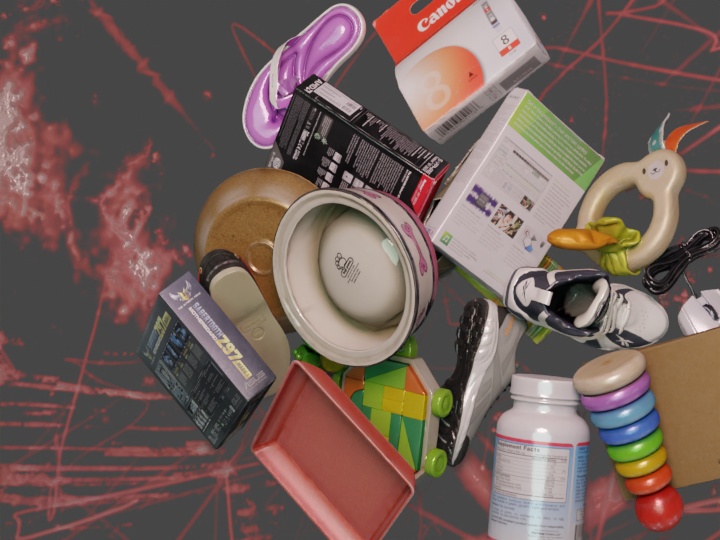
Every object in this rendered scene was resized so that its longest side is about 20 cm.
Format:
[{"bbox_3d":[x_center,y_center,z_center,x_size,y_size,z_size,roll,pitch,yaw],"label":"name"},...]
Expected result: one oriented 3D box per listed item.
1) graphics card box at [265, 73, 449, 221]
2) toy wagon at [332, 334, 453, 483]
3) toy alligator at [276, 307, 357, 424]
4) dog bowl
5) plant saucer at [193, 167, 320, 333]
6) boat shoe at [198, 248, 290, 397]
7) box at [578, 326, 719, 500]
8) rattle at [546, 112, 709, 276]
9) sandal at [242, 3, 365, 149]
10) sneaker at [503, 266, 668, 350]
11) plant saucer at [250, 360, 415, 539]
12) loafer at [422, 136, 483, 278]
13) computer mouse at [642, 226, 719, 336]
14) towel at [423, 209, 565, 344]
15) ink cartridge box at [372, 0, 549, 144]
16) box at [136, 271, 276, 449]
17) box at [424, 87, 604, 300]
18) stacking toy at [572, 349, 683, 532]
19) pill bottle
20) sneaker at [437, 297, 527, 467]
[{"bbox_3d":[-0.006,-0.121,1.675,0.199,0.051,0.126,33,130,10],"label":"graphics card box"},{"bbox_3d":[0.033,0.149,1.663,0.154,0.039,0.203,10,98,35],"label":"toy wagon"},{"bbox_3d":[-0.052,0.093,1.695,0.054,0.059,0.200,38,97,-28],"label":"toy alligator"},{"bbox_3d":[0.000,0.000,1.595,0.198,0.073,0.203,14,114,34],"label":"dog bowl"},{"bbox_3d":[-0.111,-0.018,1.704,0.197,0.035,0.203,4,104,15],"label":"plant saucer"},{"bbox_3d":[-0.134,0.062,1.682,0.073,0.063,0.203,-25,128,-9],"label":"boat shoe"},{"bbox_3d":[0.360,0.157,1.609,0.198,0.021,0.166,-19,93,28],"label":"box"},{"bbox_3d":[0.291,-0.104,1.599,0.142,0.130,0.201,26,103,-29],"label":"rattle"},{"bbox_3d":[-0.076,-0.237,1.719,0.082,0.050,0.203,38,96,9],"label":"sandal"},{"bbox_3d":[0.266,0.046,1.589,0.197,0.130,0.080,21,90,-13],"label":"sneaker"},{"bbox_3d":[-0.027,0.218,1.649,0.200,0.037,0.201,46,140,16],"label":"plant saucer"},{"bbox_3d":[0.125,-0.076,1.653,0.075,0.070,0.201,32,98,10],"label":"loafer"},{"bbox_3d":[0.398,0.059,1.619,0.109,0.044,0.202,-26,87,-17],"label":"computer mouse"},{"bbox_3d":[0.161,-0.011,1.689,0.200,0.018,0.086,42,95,9],"label":"towel"},{"bbox_3d":[0.103,-0.269,1.641,0.162,0.050,0.201,-37,61,16],"label":"ink cartridge box"},{"bbox_3d":[-0.181,0.107,1.663,0.051,0.200,0.158,-38,82,-27],"label":"box"},{"bbox_3d":[0.172,-0.083,1.626,0.144,0.036,0.201,36,87,-31],"label":"box"},{"bbox_3d":[0.306,0.193,1.593,0.084,0.085,0.202,-21,100,9],"label":"stacking toy"},{"bbox_3d":[0.203,0.222,1.631,0.107,0.109,0.203,5,89,10],"label":"pill bottle"},{"bbox_3d":[0.139,0.135,1.665,0.078,0.074,0.203,12,104,-25],"label":"sneaker"}]
